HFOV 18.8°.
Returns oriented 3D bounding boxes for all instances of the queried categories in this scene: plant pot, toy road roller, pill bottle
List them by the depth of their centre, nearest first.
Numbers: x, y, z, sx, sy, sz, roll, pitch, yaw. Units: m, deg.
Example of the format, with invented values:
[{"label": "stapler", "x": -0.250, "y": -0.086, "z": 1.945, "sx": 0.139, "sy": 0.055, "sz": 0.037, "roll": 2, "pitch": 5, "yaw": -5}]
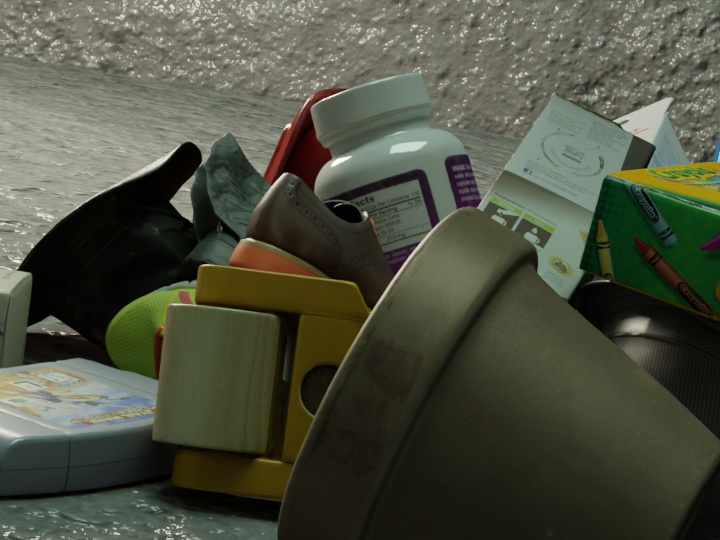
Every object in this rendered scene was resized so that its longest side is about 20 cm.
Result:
[{"label": "plant pot", "x": 0.080, "y": 0.094, "z": 1.077, "sx": 0.174, "sy": 0.201, "sz": 0.200, "roll": 28, "pitch": 15, "yaw": 14}, {"label": "toy road roller", "x": -0.020, "y": 0.072, "z": 1.260, "sx": 0.198, "sy": 0.124, "sz": 0.146, "roll": 8, "pitch": -5, "yaw": -8}, {"label": "pill bottle", "x": 0.032, "y": -0.029, "z": 1.504, "sx": 0.111, "sy": 0.202, "sz": 0.112, "roll": -16, "pitch": -3, "yaw": -1}]

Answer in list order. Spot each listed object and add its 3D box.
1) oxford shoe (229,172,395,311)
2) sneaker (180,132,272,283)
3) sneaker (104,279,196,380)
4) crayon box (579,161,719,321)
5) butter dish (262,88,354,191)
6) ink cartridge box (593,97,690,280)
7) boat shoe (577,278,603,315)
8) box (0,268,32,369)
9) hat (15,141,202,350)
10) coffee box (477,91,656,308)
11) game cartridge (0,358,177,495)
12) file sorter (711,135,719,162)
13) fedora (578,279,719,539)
[{"label": "oxford shoe", "x": 0.000, "y": 0.000, "z": 1.364, "sx": 0.071, "sy": 0.073, "sz": 0.200, "roll": 17, "pitch": -8, "yaw": 35}, {"label": "sneaker", "x": -0.043, "y": 0.003, "z": 1.467, "sx": 0.199, "sy": 0.060, "sz": 0.104, "roll": 37, "pitch": 49, "yaw": 0}, {"label": "sneaker", "x": -0.092, "y": 0.059, "z": 1.386, "sx": 0.199, "sy": 0.079, "sz": 0.090, "roll": 9, "pitch": 20, "yaw": 32}, {"label": "crayon box", "x": 0.219, "y": -0.015, "z": 1.246, "sx": 0.118, "sy": 0.059, "sz": 0.200, "roll": 20, "pitch": 13, "yaw": 24}, {"label": "butter dish", "x": 0.000, "y": -0.023, "z": 1.638, "sx": 0.147, "sy": 0.201, "sz": 0.200, "roll": 27, "pitch": 10, "yaw": 13}, {"label": "ink cartridge box", "x": 0.183, "y": -0.047, "z": 1.619, "sx": 0.115, "sy": 0.068, "sz": 0.200, "roll": -22, "pitch": 17, "yaw": 27}, {"label": "boat shoe", "x": 0.233, "y": 0.053, "z": 1.517, "sx": 0.199, "sy": 0.063, "sz": 0.073, "roll": 32, "pitch": 4, "yaw": -26}, {"label": "box", "x": -0.316, "y": 0.025, "z": 1.393, "sx": 0.198, "sy": 0.069, "sz": 0.082, "roll": 8, "pitch": 10, "yaw": 0}, {"label": "hat", "x": -0.165, "y": 0.005, "z": 1.512, "sx": 0.081, "sy": 0.201, "sz": 0.200, "roll": 48, "pitch": 17, "yaw": 6}, {"label": "coffee box", "x": 0.110, "y": -0.010, "z": 1.388, "sx": 0.079, "sy": 0.115, "sz": 0.200, "roll": 27, "pitch": 39, "yaw": 7}, {"label": "game cartridge", "x": -0.173, "y": 0.089, "z": 1.258, "sx": 0.132, "sy": 0.042, "sz": 0.199, "roll": 10, "pitch": 9, "yaw": 33}, {"label": "file sorter", "x": 0.297, "y": 0.002, "z": 1.588, "sx": 0.122, "sy": 0.140, "sz": 0.201, "roll": 15, "pitch": -32, "yaw": 6}, {"label": "fedora", "x": 0.181, "y": 0.095, "z": 1.264, "sx": 0.090, "sy": 0.177, "sz": 0.199, "roll": -46, "pitch": 35, "yaw": -21}]
